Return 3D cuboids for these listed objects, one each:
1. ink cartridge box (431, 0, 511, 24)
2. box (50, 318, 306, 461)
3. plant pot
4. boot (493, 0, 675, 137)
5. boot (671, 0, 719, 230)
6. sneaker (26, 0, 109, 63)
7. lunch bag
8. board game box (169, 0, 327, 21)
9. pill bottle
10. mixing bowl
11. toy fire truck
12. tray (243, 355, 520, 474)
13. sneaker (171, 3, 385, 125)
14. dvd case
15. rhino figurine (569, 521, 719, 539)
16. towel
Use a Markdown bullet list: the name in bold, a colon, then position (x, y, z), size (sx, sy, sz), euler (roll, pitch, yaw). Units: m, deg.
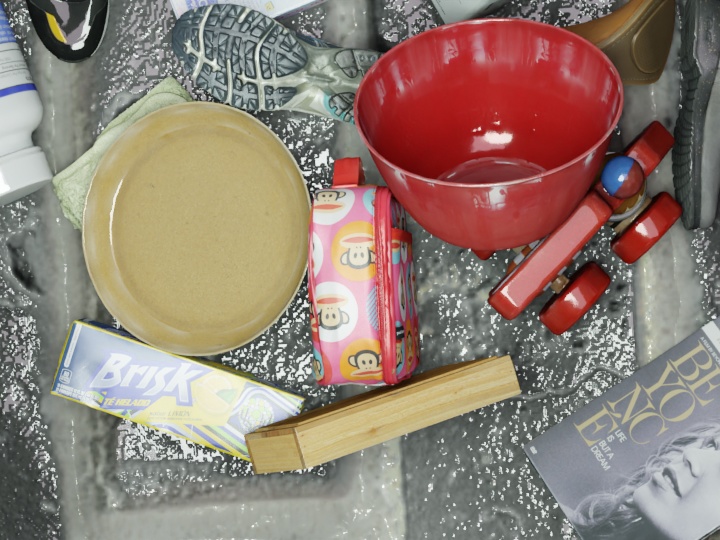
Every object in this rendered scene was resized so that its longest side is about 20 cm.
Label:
- **ink cartridge box**: position (0.135, -0.276, 1.647), size (0.146, 0.200, 0.084), euler (-30, 89, -17)
- **box**: position (-0.147, 0.100, 1.727), size (0.198, 0.070, 0.065), euler (18, 90, 0)
- **plant pot**: position (-0.128, -0.033, 1.692), size (0.198, 0.027, 0.202), euler (0, 90, 17)
- **boot**: position (0.159, -0.178, 1.726), size (0.154, 0.077, 0.200), euler (15, 53, 32)
- **boot**: position (0.327, -0.129, 1.731), size (0.130, 0.070, 0.202), euler (5, 94, -5)
- **sneaker**: position (-0.242, -0.272, 1.716), size (0.069, 0.090, 0.202), euler (0, 90, 0)
- **lunch bag**: position (0.000, 0.000, 1.664), size (0.081, 0.200, 0.178), euler (-4, 90, 5)
- **board game box**: position (-0.086, -0.306, 1.741), size (0.198, 0.041, 0.202), euler (-21, 90, 0)
- **pill bottle**: position (-0.323, -0.151, 1.706), size (0.111, 0.112, 0.202), euler (-22, 90, 0)
- **mixing bowl**: position (0.098, -0.088, 1.583), size (0.198, 0.201, 0.109), euler (-7, 133, 0)
- **toy fire truck**: position (0.176, -0.038, 1.677), size (0.200, 0.168, 0.112), euler (-45, 90, 0)
- **tray**: position (0.017, 0.112, 1.672), size (0.199, 0.098, 0.037), euler (-18, 91, -28)
- **sneaker**: position (-0.060, -0.159, 1.716), size (0.198, 0.086, 0.078), euler (18, 92, -9)
- **dvd case**: position (0.252, 0.148, 1.721), size (0.199, 0.016, 0.149), euler (-33, 62, 0)
- **rhino figurine**: position (0.269, 0.222, 1.733), size (0.198, 0.060, 0.088), euler (10, 87, 1)
- **towel**: position (-0.144, -0.043, 1.744), size (0.148, 0.036, 0.200), euler (-43, 90, 1)
